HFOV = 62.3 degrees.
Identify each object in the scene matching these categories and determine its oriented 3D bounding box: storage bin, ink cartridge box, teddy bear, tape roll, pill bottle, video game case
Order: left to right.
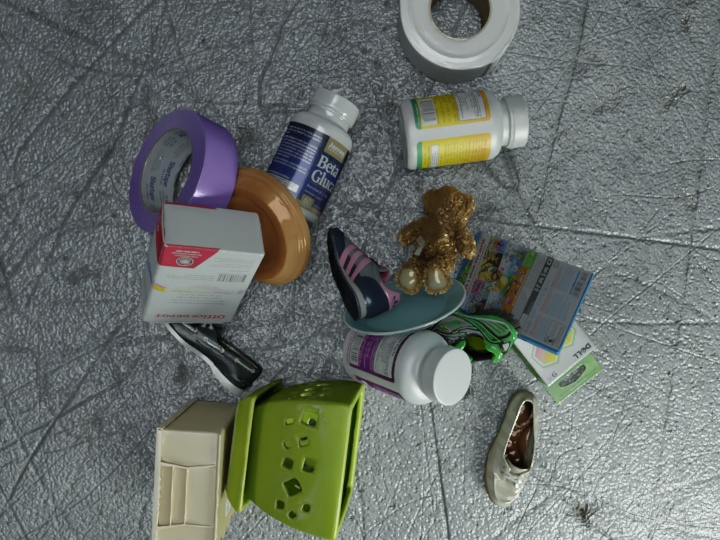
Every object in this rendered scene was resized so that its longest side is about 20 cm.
[{"bbox_3d":[-0.284,-0.149,0.946,0.199,0.065,0.203,-12,71,37],"label":"tape roll"},{"bbox_3d":[-0.248,-0.005,0.911,0.146,0.200,0.086,4,55,-29],"label":"ink cartridge box"},{"bbox_3d":[-0.248,0.322,0.933,0.093,0.200,0.201,3,90,-2],"label":"storage bin"},{"bbox_3d":[-0.080,-0.189,0.978,0.110,0.111,0.202,25,90,0],"label":"pill bottle"},{"bbox_3d":[0.071,0.142,0.924,0.111,0.199,0.114,-7,101,-39],"label":"pill bottle"},{"bbox_3d":[0.126,-0.043,0.975,0.144,0.067,0.202,-20,46,30],"label":"teddy bear"},{"bbox_3d":[0.163,-0.425,1.000,0.200,0.071,0.205,0,89,0],"label":"tape roll"},{"bbox_3d":[0.167,-0.234,0.978,0.198,0.113,0.114,-8,90,0],"label":"pill bottle"},{"bbox_3d":[0.255,0.032,0.970,0.199,0.018,0.144,24,78,24],"label":"video game case"},{"bbox_3d":[0.318,0.122,1.001,0.104,0.059,0.201,-38,90,0],"label":"ink cartridge box"}]

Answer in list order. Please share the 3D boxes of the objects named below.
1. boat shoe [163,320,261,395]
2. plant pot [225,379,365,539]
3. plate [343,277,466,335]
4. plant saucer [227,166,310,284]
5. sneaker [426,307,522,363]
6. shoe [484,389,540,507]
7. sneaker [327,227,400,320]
[{"bbox_3d":[-0.251,0.120,1.000,0.060,0.076,0.200,-44,102,1],"label":"boat shoe"},{"bbox_3d":[-0.099,0.275,0.939,0.179,0.200,0.202,6,89,7],"label":"plant pot"},{"bbox_3d":[0.070,0.060,0.941,0.198,0.200,0.026,-15,109,0],"label":"plate"},{"bbox_3d":[-0.169,-0.063,0.953,0.199,0.037,0.202,19,125,28],"label":"plant saucer"},{"bbox_3d":[0.150,0.105,0.952,0.085,0.199,0.079,-45,117,-40],"label":"sneaker"},{"bbox_3d":[0.257,0.303,1.003,0.069,0.053,0.202,13,90,0],"label":"shoe"},{"bbox_3d":[0.000,0.000,0.964,0.081,0.071,0.201,-10,46,-15],"label":"sneaker"}]
